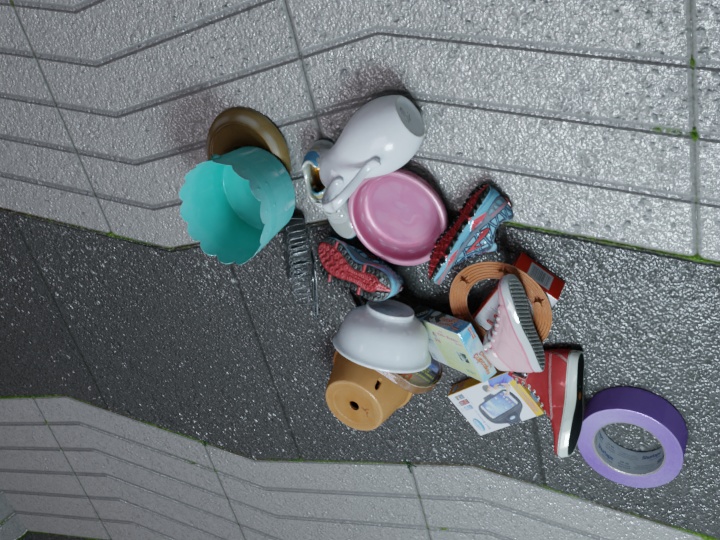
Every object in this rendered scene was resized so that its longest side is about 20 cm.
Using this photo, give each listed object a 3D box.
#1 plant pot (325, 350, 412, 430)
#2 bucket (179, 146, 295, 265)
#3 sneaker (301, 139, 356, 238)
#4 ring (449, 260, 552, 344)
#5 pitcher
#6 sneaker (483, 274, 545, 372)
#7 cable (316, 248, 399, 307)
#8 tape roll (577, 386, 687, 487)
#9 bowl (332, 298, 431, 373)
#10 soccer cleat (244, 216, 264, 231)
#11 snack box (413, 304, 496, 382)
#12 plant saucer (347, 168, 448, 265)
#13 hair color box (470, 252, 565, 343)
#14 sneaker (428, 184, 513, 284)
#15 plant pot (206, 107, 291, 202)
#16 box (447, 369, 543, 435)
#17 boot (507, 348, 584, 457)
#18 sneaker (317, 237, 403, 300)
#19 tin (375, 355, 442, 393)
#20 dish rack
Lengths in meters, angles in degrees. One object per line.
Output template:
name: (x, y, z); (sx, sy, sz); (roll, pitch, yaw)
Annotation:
plant pot: (0.013, 0.245, 1.818); (0.197, 0.140, 0.203); (16, 130, 20)
bucket: (-0.231, -0.131, 1.611); (0.204, 0.135, 0.211); (14, 120, 24)
sneaker: (-0.060, -0.142, 1.606); (0.075, 0.081, 0.202); (-5, 123, 31)
ring: (0.252, 0.073, 1.543); (0.197, 0.019, 0.203); (17, 128, 22)
pitcher: (0.011, -0.196, 1.451); (0.199, 0.173, 0.121); (-31, 126, 33)
sneaker: (0.253, 0.102, 1.498); (0.103, 0.076, 0.202); (-7, 122, 29)
cable: (-0.011, 0.024, 1.742); (0.199, 0.050, 0.098); (41, 137, 13)
tape roll: (0.521, 0.322, 1.626); (0.197, 0.066, 0.203); (17, 131, 20)
bowl: (0.049, 0.113, 1.628); (0.198, 0.201, 0.092); (17, 109, 18)
soccer cleat: (-0.256, -0.111, 1.773); (0.197, 0.064, 0.085); (4, 97, 33)
snack box: (0.175, 0.139, 1.641); (0.117, 0.037, 0.199); (60, 164, -20)
plant saucer: (0.074, -0.106, 1.573); (0.197, 0.051, 0.203); (14, 129, 18)
hair color box: (0.284, 0.071, 1.578); (0.101, 0.061, 0.201); (35, 133, 3)
sneaker: (0.197, -0.046, 1.492); (0.095, 0.080, 0.201); (30, 109, -16)
plant pot: (-0.227, -0.219, 1.665); (0.197, 0.027, 0.203); (13, 121, 23)
box: (0.274, 0.270, 1.751); (0.199, 0.042, 0.119); (-32, 104, 40)
boot: (0.351, 0.249, 1.622); (0.142, 0.072, 0.204); (2, 87, 31)
sneaker: (0.000, 0.000, 1.664); (0.199, 0.095, 0.080); (34, 111, 29)
tin: (0.076, 0.176, 1.745); (0.198, 0.112, 0.042); (34, 135, 4)
dish rack: (-0.116, -0.007, 1.680); (0.054, 0.201, 0.155); (-8, 127, -8)
